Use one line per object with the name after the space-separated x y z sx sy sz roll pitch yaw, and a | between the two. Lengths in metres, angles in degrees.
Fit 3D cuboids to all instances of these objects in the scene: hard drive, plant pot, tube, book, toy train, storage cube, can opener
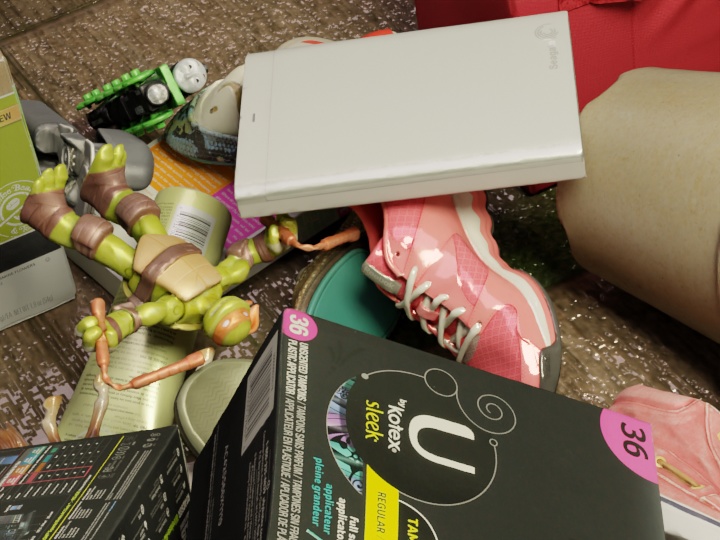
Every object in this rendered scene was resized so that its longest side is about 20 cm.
0.028 -0.093 1.103 0.200 0.026 0.132 -7 45 8 | hard drive
0.222 -0.036 1.075 0.200 0.200 0.183 -36 35 -27 | plant pot
-0.131 0.045 1.126 0.058 0.052 0.200 -20 46 48 | tube
-0.092 -0.050 1.249 0.200 0.048 0.134 -33 46 -22 | book
-0.148 -0.116 1.271 0.056 0.042 0.200 -28 9 -18 | toy train
0.142 -0.189 1.256 0.171 0.180 0.200 -22 42 -13 | storage cube
-0.191 -0.076 1.258 0.067 0.053 0.200 0 14 -22 | can opener

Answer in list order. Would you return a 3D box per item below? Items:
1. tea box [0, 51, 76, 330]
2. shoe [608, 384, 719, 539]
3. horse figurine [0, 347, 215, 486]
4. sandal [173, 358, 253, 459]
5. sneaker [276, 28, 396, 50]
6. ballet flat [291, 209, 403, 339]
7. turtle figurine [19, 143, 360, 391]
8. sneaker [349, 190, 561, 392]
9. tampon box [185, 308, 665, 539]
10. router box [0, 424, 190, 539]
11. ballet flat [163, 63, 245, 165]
-0.296 -0.083 1.212 0.134 0.197 0.200 -24 43 -15 | tea box
0.188 0.126 0.963 0.200 0.071 0.091 25 54 38 | shoe
-0.106 0.113 1.044 0.200 0.050 0.133 -10 63 -13 | horse figurine
-0.006 0.101 1.003 0.201 0.057 0.080 28 55 11 | sandal
0.006 -0.137 1.290 0.070 0.093 0.200 -30 44 -22 | sneaker
0.000 0.000 1.169 0.065 0.071 0.200 -12 28 44 | ballet flat
-0.109 -0.006 1.090 0.161 0.064 0.200 40 52 21 | turtle figurine
0.045 0.011 1.090 0.087 0.074 0.200 -10 57 -27 | sneaker
0.029 0.135 0.875 0.200 0.126 0.150 17 43 -16 | tampon box
-0.174 0.143 0.911 0.150 0.062 0.200 -7 13 8 | router box
-0.051 -0.104 1.202 0.200 0.074 0.074 8 43 30 | ballet flat
